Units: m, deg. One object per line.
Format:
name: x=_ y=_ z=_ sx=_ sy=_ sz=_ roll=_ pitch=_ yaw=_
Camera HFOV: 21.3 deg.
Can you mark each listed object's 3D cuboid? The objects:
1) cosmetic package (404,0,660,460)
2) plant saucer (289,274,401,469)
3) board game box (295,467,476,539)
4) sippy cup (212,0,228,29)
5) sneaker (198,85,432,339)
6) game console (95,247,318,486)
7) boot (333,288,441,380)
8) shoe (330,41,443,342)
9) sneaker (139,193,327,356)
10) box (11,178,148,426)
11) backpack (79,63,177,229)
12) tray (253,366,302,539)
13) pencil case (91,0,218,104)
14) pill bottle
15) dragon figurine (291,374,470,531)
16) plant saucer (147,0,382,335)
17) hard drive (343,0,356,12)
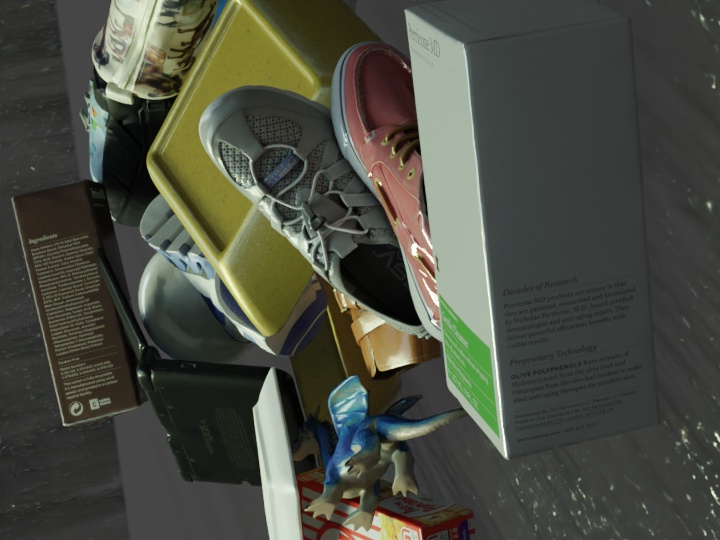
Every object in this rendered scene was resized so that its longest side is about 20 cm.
cosmetic package: x=0.083 y=-0.027 z=0.913 sx=0.108 sy=0.084 sz=0.202 roll=-131 pitch=31 yaw=-70
plant saucer: x=-0.018 y=0.053 z=1.497 sx=0.200 sy=0.048 sz=0.201 roll=109 pitch=148 yaw=-67
board game box: x=0.023 y=0.232 z=1.380 sx=0.200 sy=0.046 sz=0.153 roll=8 pitch=109 yaw=62
sippy cup: x=-0.123 y=-0.253 z=1.533 sx=0.140 sy=0.178 sz=0.130 roll=45 pitch=-174 yaw=-13
sneaker: x=-0.013 y=-0.037 z=1.157 sx=0.200 sy=0.075 sz=0.082 roll=38 pitch=-164 yaw=-12
game console: x=-0.121 y=0.081 z=1.537 sx=0.200 sy=0.174 sz=0.117 roll=78 pitch=-162 yaw=-60
boot: x=0.000 y=0.000 z=1.329 sx=0.200 sy=0.073 sz=0.156 roll=152 pitch=103 yaw=-79
shoe: x=0.042 y=-0.061 z=1.106 sx=0.091 sy=0.071 sz=0.201 roll=114 pitch=139 yaw=-64
sneaker: x=-0.077 y=0.011 z=1.455 sx=0.199 sy=0.081 sz=0.115 roll=36 pitch=170 yaw=46
box: x=-0.239 y=0.026 z=1.654 sx=0.100 sy=0.074 sz=0.202 roll=-54 pitch=-51 yaw=-88
backpack: x=-0.175 y=-0.124 z=1.725 sx=0.154 sy=0.162 sz=0.201 roll=-117 pitch=25 yaw=-44
tray: x=-0.059 y=0.171 z=1.421 sx=0.201 sy=0.022 sz=0.108 roll=88 pitch=170 yaw=-53
pencil case: x=-0.130 y=-0.203 z=1.306 sx=0.078 sy=0.090 sz=0.201 roll=34 pitch=138 yaw=7
pill bottle: x=-0.126 y=0.009 z=1.697 sx=0.200 sy=0.115 sz=0.117 roll=-69 pitch=-29 yaw=-78
dragon figurine: x=0.007 y=0.109 z=1.304 sx=0.200 sy=0.058 sz=0.100 roll=-51 pitch=29 yaw=44
plant saucer: x=-0.069 y=-0.093 z=1.272 sx=0.201 sy=0.048 sz=0.200 roll=-60 pitch=39 yaw=18
hard drive: x=-0.042 y=-0.134 z=1.395 sx=0.200 sy=0.026 sz=0.133 roll=156 pitch=124 yaw=-77
